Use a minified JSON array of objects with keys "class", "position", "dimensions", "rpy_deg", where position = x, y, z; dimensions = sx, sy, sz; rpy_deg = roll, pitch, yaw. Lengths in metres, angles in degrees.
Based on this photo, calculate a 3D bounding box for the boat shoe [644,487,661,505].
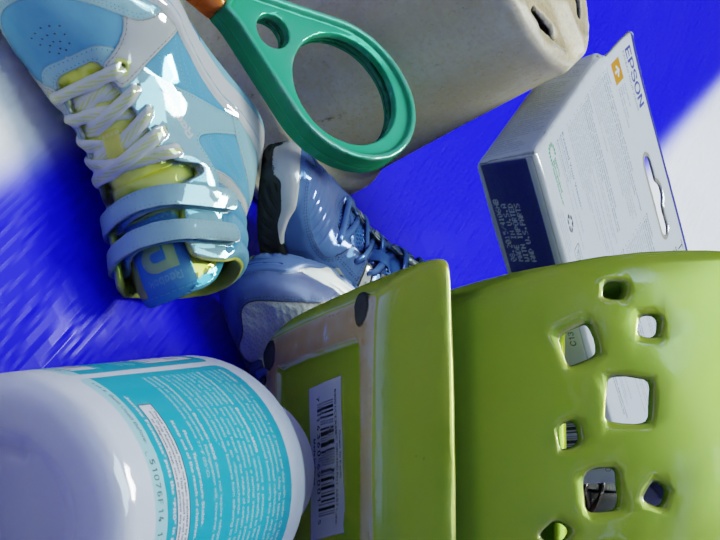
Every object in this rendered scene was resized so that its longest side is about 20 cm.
[{"class":"boat shoe","position":[0.170,0.112,1.477],"dimensions":[0.200,0.071,0.070],"rpy_deg":[41,1,17]}]

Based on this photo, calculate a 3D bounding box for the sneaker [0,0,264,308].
[{"class":"sneaker","position":[-0.108,-0.060,1.081],"dimensions":[0.200,0.079,0.131],"rpy_deg":[42,36,-45]}]

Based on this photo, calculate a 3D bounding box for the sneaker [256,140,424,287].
[{"class":"sneaker","position":[0.000,0.000,1.229],"dimensions":[0.200,0.077,0.076],"rpy_deg":[61,26,-46]}]

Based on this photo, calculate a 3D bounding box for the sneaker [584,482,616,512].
[{"class":"sneaker","position":[0.102,0.127,1.284],"dimensions":[0.200,0.106,0.075],"rpy_deg":[-78,-171,-75]}]

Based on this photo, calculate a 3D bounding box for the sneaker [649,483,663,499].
[{"class":"sneaker","position":[0.169,0.088,1.396],"dimensions":[0.075,0.199,0.081],"rpy_deg":[98,11,-60]}]

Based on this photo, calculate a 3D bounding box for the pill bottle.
[{"class":"pill bottle","position":[-0.094,0.093,0.967],"dimensions":[0.200,0.110,0.111],"rpy_deg":[-2,75,-63]}]

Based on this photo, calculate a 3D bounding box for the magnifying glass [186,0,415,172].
[{"class":"magnifying glass","position":[-0.053,-0.125,1.158],"dimensions":[0.200,0.022,0.080],"rpy_deg":[37,50,-14]}]

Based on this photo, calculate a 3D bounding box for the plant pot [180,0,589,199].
[{"class":"plant pot","position":[0.021,-0.147,1.278],"dimensions":[0.200,0.183,0.201],"rpy_deg":[43,38,-46]}]

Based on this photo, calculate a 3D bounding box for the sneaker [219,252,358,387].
[{"class":"sneaker","position":[-0.012,0.082,1.187],"dimensions":[0.200,0.075,0.088],"rpy_deg":[57,29,-28]}]

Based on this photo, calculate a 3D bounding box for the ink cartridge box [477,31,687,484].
[{"class":"ink cartridge box","position":[0.135,-0.012,1.301],"dimensions":[0.200,0.040,0.201],"rpy_deg":[-48,126,-57]}]

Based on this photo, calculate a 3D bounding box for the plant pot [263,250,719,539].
[{"class":"plant pot","position":[0.061,0.095,1.080],"dimensions":[0.180,0.199,0.201],"rpy_deg":[5,79,-22]}]
